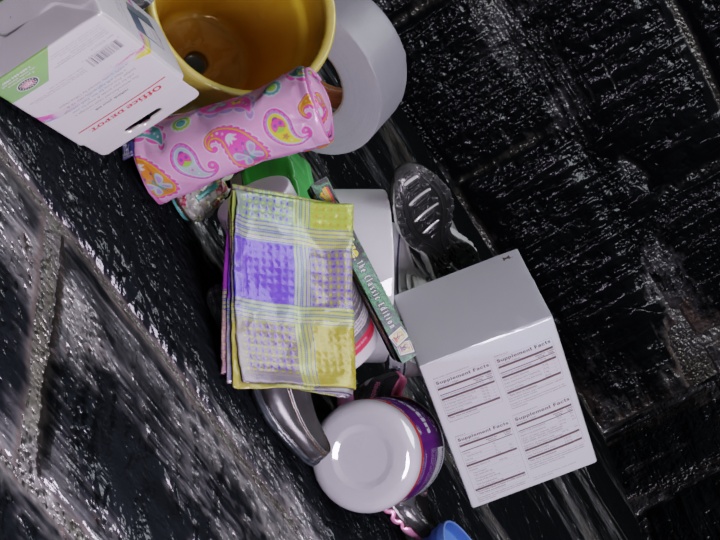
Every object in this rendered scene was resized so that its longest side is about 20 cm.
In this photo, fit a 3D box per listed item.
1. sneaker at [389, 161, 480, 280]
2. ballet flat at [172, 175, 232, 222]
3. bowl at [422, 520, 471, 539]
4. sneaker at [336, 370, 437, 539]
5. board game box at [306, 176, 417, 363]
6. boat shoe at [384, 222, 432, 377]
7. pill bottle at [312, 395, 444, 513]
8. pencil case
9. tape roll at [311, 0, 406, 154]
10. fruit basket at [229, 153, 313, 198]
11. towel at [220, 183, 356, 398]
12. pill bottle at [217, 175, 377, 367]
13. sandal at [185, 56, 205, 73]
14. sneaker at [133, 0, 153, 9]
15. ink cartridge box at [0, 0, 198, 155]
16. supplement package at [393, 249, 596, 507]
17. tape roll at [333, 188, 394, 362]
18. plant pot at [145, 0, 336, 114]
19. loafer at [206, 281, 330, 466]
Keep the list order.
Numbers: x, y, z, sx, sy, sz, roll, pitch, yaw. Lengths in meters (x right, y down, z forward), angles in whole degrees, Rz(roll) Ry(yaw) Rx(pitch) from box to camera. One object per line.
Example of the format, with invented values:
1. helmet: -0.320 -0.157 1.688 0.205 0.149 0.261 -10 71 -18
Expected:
1. sneaker: 0.072 -0.059 1.895 0.079 0.074 0.200 50 -7 39
2. ballet flat: -0.159 -0.109 1.725 0.076 0.064 0.200 53 12 -25
3. bowl: 0.124 0.369 1.776 0.201 0.039 0.201 57 11 -18
4. sneaker: 0.050 0.203 1.842 0.201 0.095 0.079 65 9 12
5. board game box: 0.000 0.000 1.680 0.201 0.023 0.105 63 -2 -2
6. boat shoe: 0.058 0.033 1.925 0.072 0.065 0.201 98 -9 -55
7. pill bottle: 0.024 0.187 1.702 0.113 0.112 0.200 63 10 8
8. pencil case: -0.125 -0.132 1.579 0.087 0.199 0.088 -17 90 -78
9. tape roll: -0.048 -0.231 1.836 0.201 0.199 0.066 57 48 -21
10. fruit basket: -0.088 -0.041 1.887 0.201 0.093 0.186 82 -5 -56
11. towel: -0.065 0.022 1.566 0.143 0.023 0.202 10 71 -29
12. pill bottle: -0.068 0.010 1.667 0.111 0.110 0.201 -97 163 -64
13. sandal: -0.164 -0.195 1.844 0.202 0.050 0.083 34 48 6
14. sneaker: -0.229 -0.234 1.566 0.075 0.115 0.200 64 11 16
15. ink cartridge box: -0.232 -0.178 1.398 0.068 0.117 0.200 62 10 21
16. supplement package: 0.146 0.117 1.788 0.152 0.150 0.201 -109 178 -59
17. tape roll: -0.006 0.006 1.882 0.202 0.070 0.204 180 -90 -85
18. plant pot: -0.149 -0.244 1.716 0.202 0.200 0.189 62 -26 2
19. loafer: -0.074 0.092 1.586 0.201 0.072 0.073 62 9 -3
